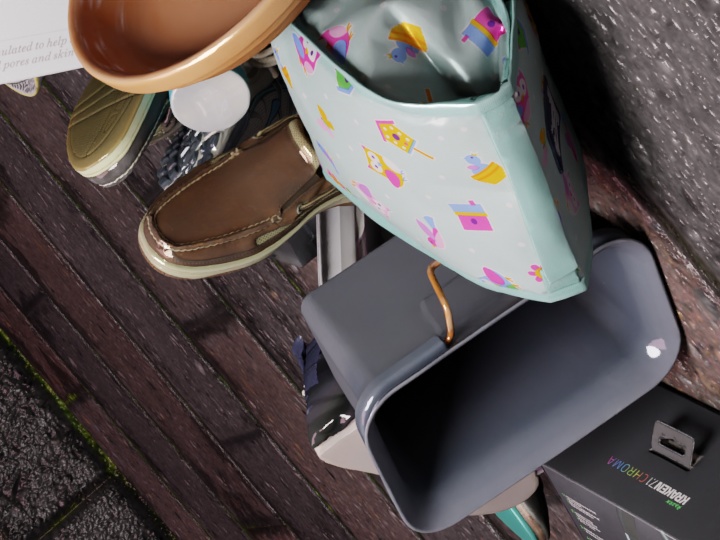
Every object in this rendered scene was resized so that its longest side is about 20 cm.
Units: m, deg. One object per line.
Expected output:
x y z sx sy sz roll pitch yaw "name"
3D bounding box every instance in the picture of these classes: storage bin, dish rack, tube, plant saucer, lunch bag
0.062 0.029 1.471 0.134 0.199 0.146 46 167 46 "storage bin"
0.000 0.000 1.707 0.200 0.043 0.173 76 -169 -60 "dish rack"
-0.106 -0.171 1.613 0.201 0.050 0.078 -102 -6 -48 "tube"
-0.075 -0.178 1.350 0.037 0.201 0.200 39 174 -38 "plant saucer"
0.047 -0.088 1.353 0.200 0.122 0.171 43 164 43 "lunch bag"

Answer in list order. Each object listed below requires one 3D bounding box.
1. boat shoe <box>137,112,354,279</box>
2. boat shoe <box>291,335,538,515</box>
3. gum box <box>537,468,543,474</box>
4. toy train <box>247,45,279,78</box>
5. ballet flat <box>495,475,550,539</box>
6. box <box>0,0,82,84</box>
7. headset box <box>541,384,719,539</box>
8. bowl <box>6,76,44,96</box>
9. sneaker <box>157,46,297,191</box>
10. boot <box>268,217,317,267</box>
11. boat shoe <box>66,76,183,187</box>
-0.047 -0.065 1.532 0.075 0.202 0.075 51 151 19 "boat shoe"
0.038 0.091 1.620 0.200 0.075 0.093 27 -143 -45 "boat shoe"
0.086 0.061 1.693 0.113 0.066 0.200 43 163 27 "gum box"
-0.029 -0.160 1.495 0.115 0.085 0.200 21 158 26 "toy train"
0.085 0.124 1.840 0.200 0.068 0.068 37 162 37 "ballet flat"
-0.231 -0.229 1.519 0.131 0.198 0.201 34 129 46 "box"
0.223 0.177 1.538 0.174 0.093 0.201 26 152 56 "headset box"
-0.284 -0.243 1.948 0.201 0.094 0.201 45 164 17 "bowl"
-0.069 -0.088 1.652 0.086 0.078 0.200 41 -151 -12 "sneaker"
-0.105 -0.105 1.830 0.200 0.066 0.165 51 -179 -27 "boot"
-0.138 -0.116 1.623 0.066 0.071 0.201 49 -152 -28 "boat shoe"
